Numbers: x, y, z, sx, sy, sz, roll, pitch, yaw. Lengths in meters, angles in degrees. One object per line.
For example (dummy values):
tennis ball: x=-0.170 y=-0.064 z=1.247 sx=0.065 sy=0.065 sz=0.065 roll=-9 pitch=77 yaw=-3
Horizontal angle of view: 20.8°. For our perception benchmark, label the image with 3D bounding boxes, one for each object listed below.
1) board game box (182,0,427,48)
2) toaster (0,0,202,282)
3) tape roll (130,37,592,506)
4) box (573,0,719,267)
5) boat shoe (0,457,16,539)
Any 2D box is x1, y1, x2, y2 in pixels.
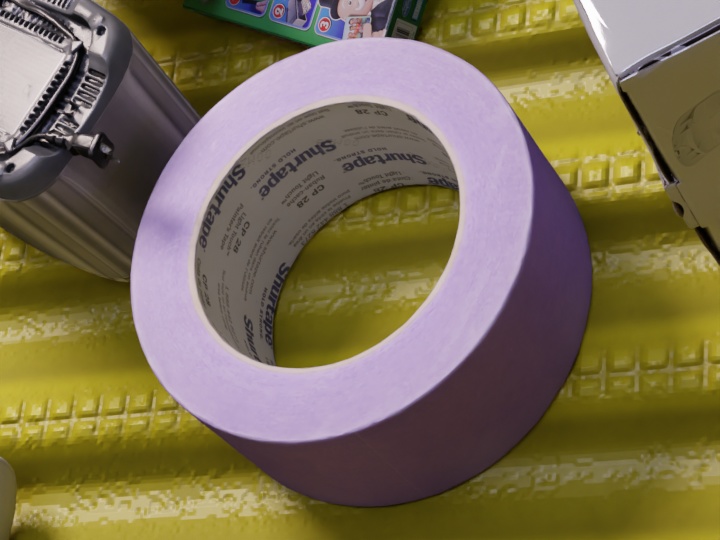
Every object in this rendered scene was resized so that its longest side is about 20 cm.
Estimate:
board game box: x=-0.006 y=-0.214 z=1.009 sx=0.134 sy=0.029 sz=0.202 roll=21 pitch=95 yaw=34
toaster: x=-0.157 y=-0.074 z=0.989 sx=0.199 sy=0.129 sz=0.114 roll=24 pitch=78 yaw=35
tape roll: x=0.000 y=0.000 z=0.901 sx=0.198 sy=0.085 sz=0.202 roll=-11 pitch=60 yaw=20
box: x=0.141 y=-0.112 z=0.816 sx=0.096 sy=0.200 sz=0.177 roll=-28 pitch=55 yaw=11
boat shoe: x=-0.239 y=0.170 z=0.946 sx=0.067 sy=0.072 sz=0.201 roll=25 pitch=85 yaw=32
